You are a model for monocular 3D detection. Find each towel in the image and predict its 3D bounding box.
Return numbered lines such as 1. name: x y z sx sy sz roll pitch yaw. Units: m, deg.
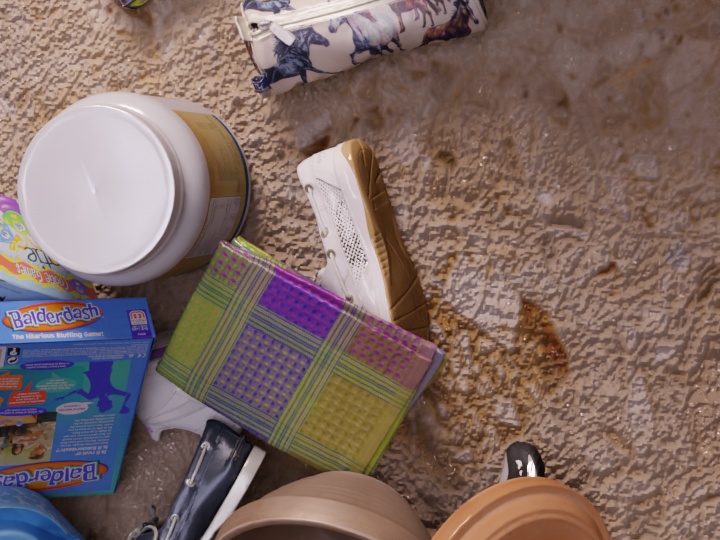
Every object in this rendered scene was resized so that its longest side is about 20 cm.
1. towel: -0.047 0.074 1.459 0.199 0.023 0.144 28 114 -5

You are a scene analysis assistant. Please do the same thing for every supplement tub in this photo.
1. supplement tub: -0.174 -0.064 1.454 0.143 0.200 0.147 1 93 11

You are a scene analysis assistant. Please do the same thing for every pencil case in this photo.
1. pencil case: 0.003 -0.200 1.470 0.198 0.089 0.079 -16 89 10

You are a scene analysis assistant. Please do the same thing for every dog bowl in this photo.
1. dog bowl: -0.260 0.253 1.520 0.111 0.050 0.200 -34 120 6

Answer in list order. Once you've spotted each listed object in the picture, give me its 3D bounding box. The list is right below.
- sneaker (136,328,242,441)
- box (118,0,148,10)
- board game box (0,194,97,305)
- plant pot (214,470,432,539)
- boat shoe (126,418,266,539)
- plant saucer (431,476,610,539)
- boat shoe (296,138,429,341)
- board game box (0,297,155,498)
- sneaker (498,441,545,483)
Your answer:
1. sneaker: -0.093 0.088 1.523 0.198 0.075 0.101 -10 108 13
2. box: -0.133 -0.311 1.517 0.199 0.035 0.111 -31 87 11
3. board game box: -0.314 0.046 1.495 0.200 0.104 0.104 -44 49 25
4. plant pot: -0.013 0.225 1.473 0.199 0.093 0.202 12 137 12
5. boat shoe: -0.150 0.213 1.489 0.062 0.075 0.201 32 96 0
6. plant saucer: 0.117 0.257 1.421 0.032 0.199 0.202 23 99 53
7. boat shoe: 0.000 0.000 1.496 0.069 0.071 0.202 -16 91 23
8. board game box: -0.252 0.104 1.468 0.150 0.045 0.201 -1 137 -21
9. sneaker: 0.102 0.232 1.482 0.079 0.074 0.202 11 95 12
